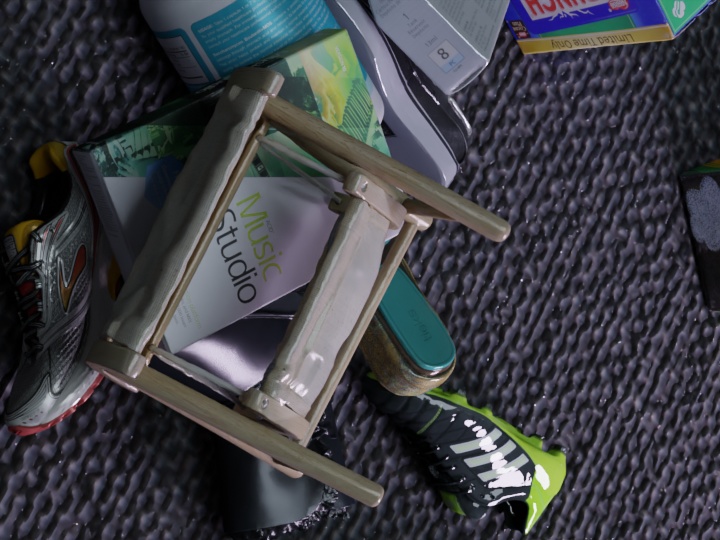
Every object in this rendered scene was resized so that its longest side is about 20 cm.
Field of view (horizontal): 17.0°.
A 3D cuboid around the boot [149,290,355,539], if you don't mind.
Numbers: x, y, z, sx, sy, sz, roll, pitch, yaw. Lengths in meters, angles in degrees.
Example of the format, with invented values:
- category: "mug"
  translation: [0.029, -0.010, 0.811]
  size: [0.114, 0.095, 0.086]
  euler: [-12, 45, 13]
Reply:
- category: "boot"
  translation: [-0.086, 0.100, 1.624]
  size: [0.200, 0.076, 0.168]
  euler: [-3, 87, -46]

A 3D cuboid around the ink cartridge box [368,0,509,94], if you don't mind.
- category: "ink cartridge box"
  translation: [0.021, -0.236, 1.710]
  size: [0.200, 0.047, 0.160]
  euler: [43, 30, -13]

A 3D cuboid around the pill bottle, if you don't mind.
- category: "pill bottle"
  translation: [-0.075, -0.161, 1.621]
  size: [0.111, 0.111, 0.200]
  euler: [-46, 117, -31]

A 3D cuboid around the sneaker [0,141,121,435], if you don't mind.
- category: "sneaker"
  translation: [-0.200, 0.010, 1.543]
  size: [0.082, 0.078, 0.200]
  euler: [25, 64, -32]

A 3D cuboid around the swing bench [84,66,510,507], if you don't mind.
- category: "swing bench"
  translation: [-0.050, 0.008, 1.482]
  size: [0.200, 0.130, 0.199]
  euler: [31, 81, -24]

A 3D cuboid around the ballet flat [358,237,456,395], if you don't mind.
- category: "ballet flat"
  translation: [0.000, 0.000, 1.700]
  size: [0.071, 0.071, 0.200]
  euler: [-18, 75, -39]

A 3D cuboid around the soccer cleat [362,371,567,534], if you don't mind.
- category: "soccer cleat"
  translation: [0.073, 0.134, 1.767]
  size: [0.200, 0.067, 0.081]
  euler: [30, 82, -35]

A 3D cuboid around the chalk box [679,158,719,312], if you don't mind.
- category: "chalk box"
  translation: [0.379, -0.041, 1.936]
  size: [0.124, 0.200, 0.125]
  euler: [-21, 102, -38]

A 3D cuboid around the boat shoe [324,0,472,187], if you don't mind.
- category: "boat shoe"
  translation: [0.022, -0.146, 1.725]
  size: [0.199, 0.074, 0.068]
  euler: [51, 58, -28]

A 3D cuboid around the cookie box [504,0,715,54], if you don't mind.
- category: "cookie box"
  translation: [0.151, -0.265, 1.776]
  size: [0.075, 0.171, 0.200]
  euler: [-43, 114, -29]

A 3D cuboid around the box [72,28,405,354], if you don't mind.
- category: "box"
  translation: [-0.071, -0.053, 1.552]
  size: [0.200, 0.036, 0.145]
  euler: [-29, 110, -26]
